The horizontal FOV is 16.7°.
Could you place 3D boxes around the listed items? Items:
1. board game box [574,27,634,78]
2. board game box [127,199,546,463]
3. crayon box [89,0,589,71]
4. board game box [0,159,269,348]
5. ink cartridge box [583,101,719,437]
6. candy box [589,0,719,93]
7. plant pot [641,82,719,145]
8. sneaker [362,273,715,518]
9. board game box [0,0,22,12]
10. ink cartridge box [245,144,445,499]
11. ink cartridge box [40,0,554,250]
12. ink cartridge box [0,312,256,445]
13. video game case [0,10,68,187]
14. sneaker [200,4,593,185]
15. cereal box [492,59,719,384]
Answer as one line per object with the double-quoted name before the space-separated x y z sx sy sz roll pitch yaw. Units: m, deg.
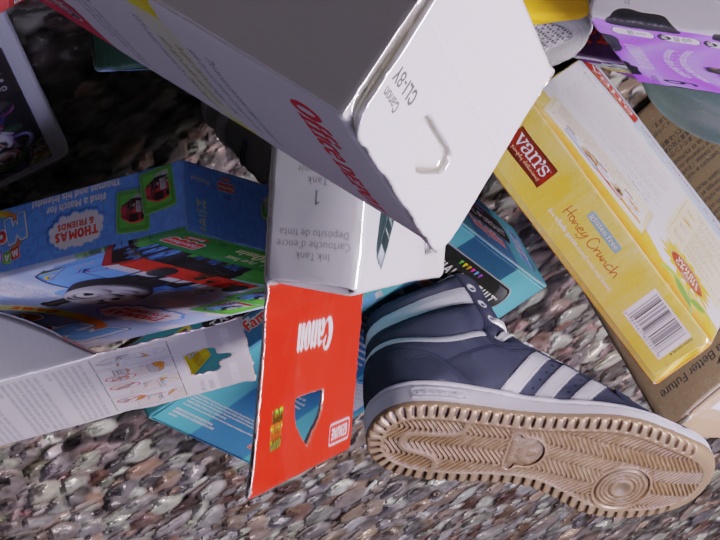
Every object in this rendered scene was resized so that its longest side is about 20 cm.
"board game box" 0.210 -0.097 1.227 0.120 0.199 0.033 17 88 -55
"board game box" -0.013 0.027 1.366 0.199 0.047 0.151 -35 153 12
"crayon box" 0.005 -0.117 0.987 0.199 0.052 0.125 -6 -178 29
"board game box" -0.114 -0.002 1.140 0.199 0.037 0.151 -12 165 32
"ink cartridge box" 0.218 -0.030 1.358 0.200 0.165 0.075 -41 152 25
"candy box" 0.200 -0.103 0.954 0.198 0.072 0.168 10 179 13
"plant pot" 0.212 -0.166 1.118 0.199 0.200 0.135 -24 126 -8
"sneaker" 0.092 0.066 1.324 0.198 0.109 0.070 11 127 -17
"board game box" -0.108 -0.181 0.916 0.103 0.019 0.200 -34 157 -25
"ink cartridge box" 0.000 0.000 1.030 0.043 0.175 0.200 4 -177 11
"ink cartridge box" -0.042 -0.107 0.852 0.084 0.199 0.145 -55 159 -6
"ink cartridge box" -0.154 0.044 1.178 0.199 0.050 0.161 -17 168 -4
"video game case" -0.234 -0.057 1.035 0.199 0.023 0.182 -27 153 -6
"sneaker" 0.027 -0.081 1.175 0.199 0.082 0.075 -21 153 -15
"cereal box" 0.128 -0.031 1.211 0.039 0.144 0.200 -38 179 17
